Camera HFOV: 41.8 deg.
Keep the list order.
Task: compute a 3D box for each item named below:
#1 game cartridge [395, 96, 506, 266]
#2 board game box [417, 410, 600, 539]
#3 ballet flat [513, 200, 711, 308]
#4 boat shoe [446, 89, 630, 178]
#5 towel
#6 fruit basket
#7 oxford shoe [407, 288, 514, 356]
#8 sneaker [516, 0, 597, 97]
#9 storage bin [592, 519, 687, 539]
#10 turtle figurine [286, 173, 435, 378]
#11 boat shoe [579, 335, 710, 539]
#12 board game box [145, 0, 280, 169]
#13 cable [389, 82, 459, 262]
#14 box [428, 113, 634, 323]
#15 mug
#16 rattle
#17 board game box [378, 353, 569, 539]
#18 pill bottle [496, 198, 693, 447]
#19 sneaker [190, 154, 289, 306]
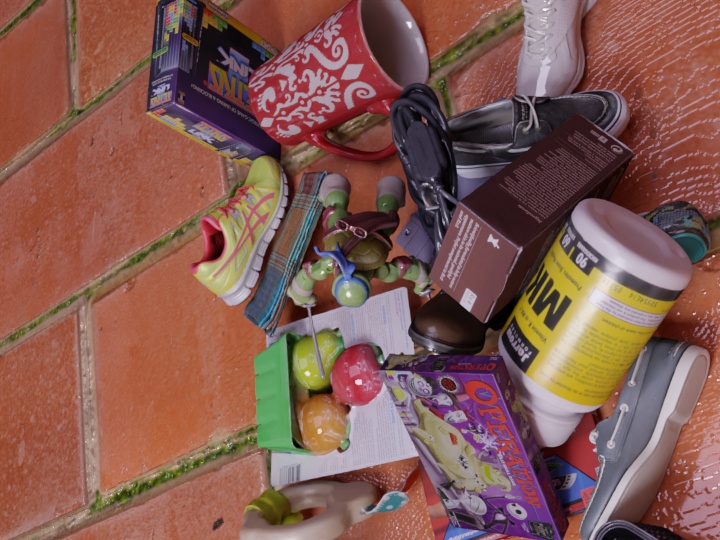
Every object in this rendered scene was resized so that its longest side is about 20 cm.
[{"bbox_3d":[0.135,-0.074,1.018,0.201,0.038,0.130,-54,46,11],"label":"game cartridge"},{"bbox_3d":[0.149,0.202,0.919,0.199,0.019,0.104,-29,58,28],"label":"board game box"},{"bbox_3d":[0.237,-0.008,0.901,0.198,0.074,0.075,-24,61,29],"label":"ballet flat"},{"bbox_3d":[0.168,-0.141,0.950,0.198,0.071,0.073,-15,61,28],"label":"boat shoe"},{"bbox_3d":[-0.089,-0.025,1.142,0.203,0.021,0.147,-69,16,-1],"label":"towel"},{"bbox_3d":[-0.021,0.132,1.048,0.198,0.094,0.188,-16,65,23],"label":"fruit basket"},{"bbox_3d":[0.101,0.023,0.892,0.072,0.200,0.086,21,114,19],"label":"oxford shoe"},{"bbox_3d":[0.193,-0.266,0.991,0.077,0.099,0.203,8,80,40],"label":"sneaker"},{"bbox_3d":[0.266,0.302,0.742,0.199,0.093,0.137,27,92,40],"label":"storage bin"},{"bbox_3d":[0.000,0.000,1.007,0.143,0.200,0.196,-23,38,25],"label":"turtle figurine"},{"bbox_3d":[0.238,0.150,0.832,0.061,0.073,0.202,25,85,39],"label":"boat shoe"},{"bbox_3d":[-0.181,-0.245,1.221,0.056,0.199,0.168,-13,68,33],"label":"board game box"},{"bbox_3d":[0.074,-0.094,0.962,0.050,0.164,0.202,-17,51,0],"label":"cable"},{"bbox_3d":[0.157,-0.051,0.857,0.075,0.199,0.101,38,139,17],"label":"box"},{"bbox_3d":[-0.032,-0.220,1.141,0.198,0.133,0.180,-20,61,36],"label":"mug"},{"bbox_3d":[-0.021,0.293,1.000,0.197,0.130,0.145,-10,84,3],"label":"rattle"},{"bbox_3d":[0.103,0.160,0.846,0.119,0.202,0.032,-6,32,34],"label":"board game box"},{"bbox_3d":[0.191,0.050,0.828,0.114,0.113,0.202,49,123,38],"label":"pill bottle"},{"bbox_3d":[-0.155,-0.063,1.193,0.078,0.090,0.203,-11,57,52],"label":"sneaker"}]
